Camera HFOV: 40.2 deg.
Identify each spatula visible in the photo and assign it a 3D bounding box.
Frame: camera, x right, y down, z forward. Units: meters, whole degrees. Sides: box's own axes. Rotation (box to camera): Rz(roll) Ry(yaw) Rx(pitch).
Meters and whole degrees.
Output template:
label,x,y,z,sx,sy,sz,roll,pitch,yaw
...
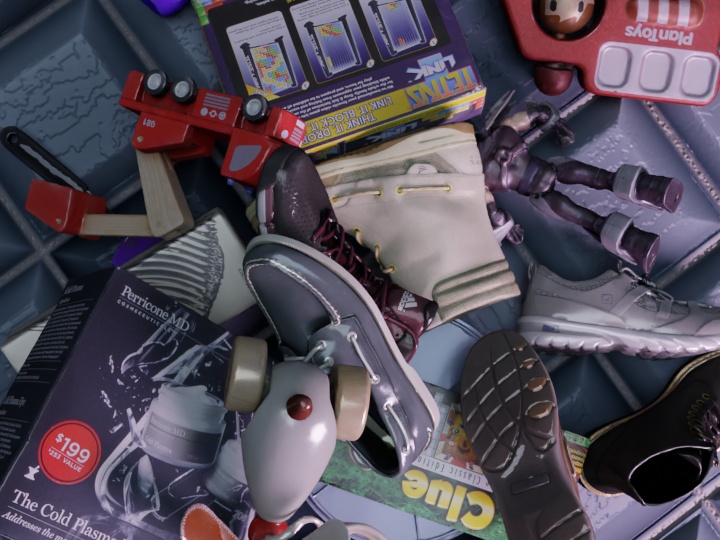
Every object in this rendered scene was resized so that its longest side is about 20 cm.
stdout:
label,x,y,z,sx,sy,sz,roll,pitch,yaw
spatula,-0.222,-0.053,0.824,0.200,0.021,0.057,39,91,1

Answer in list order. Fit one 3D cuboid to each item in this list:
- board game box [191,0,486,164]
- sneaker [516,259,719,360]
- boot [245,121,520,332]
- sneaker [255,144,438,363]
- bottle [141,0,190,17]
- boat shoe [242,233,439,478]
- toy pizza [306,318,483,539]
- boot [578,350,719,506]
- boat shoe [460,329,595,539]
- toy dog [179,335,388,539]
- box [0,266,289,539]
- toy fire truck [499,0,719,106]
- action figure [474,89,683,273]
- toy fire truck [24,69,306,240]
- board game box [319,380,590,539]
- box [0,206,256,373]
label,x,y,z,sx,sy,sz,roll,pitch,yaw
board game box,-0.019,-0.177,0.810,0.200,0.057,0.166,-19,77,-3
sneaker,0.229,0.029,0.813,0.200,0.075,0.082,3,79,-6
boot,0.015,-0.018,0.789,0.200,0.072,0.155,-17,88,15
sneaker,0.000,0.000,0.719,0.115,0.076,0.200,7,129,27
bottle,-0.118,-0.302,0.817,0.200,0.065,0.084,-44,63,-4
boat shoe,-0.017,0.062,0.686,0.200,0.073,0.062,52,42,-19
toy pizza,0.035,0.128,0.818,0.200,0.032,0.200,0,84,-4
boot,0.275,0.125,0.777,0.200,0.138,0.078,-35,88,-5
boat shoe,0.126,0.144,0.753,0.076,0.072,0.200,-15,66,11
toy dog,-0.047,0.139,0.619,0.132,0.096,0.200,-10,92,-5
box,-0.147,0.126,0.692,0.200,0.104,0.182,34,67,-27
toy fire truck,0.211,-0.226,0.819,0.200,0.112,0.168,5,105,-1
action figure,0.154,-0.070,0.807,0.200,0.069,0.130,26,95,23
toy fire truck,-0.150,-0.077,0.755,0.200,0.049,0.141,18,89,22
board game box,0.076,0.152,0.792,0.200,0.023,0.105,19,85,-2
box,-0.177,0.034,0.790,0.200,0.068,0.082,-33,102,-4
